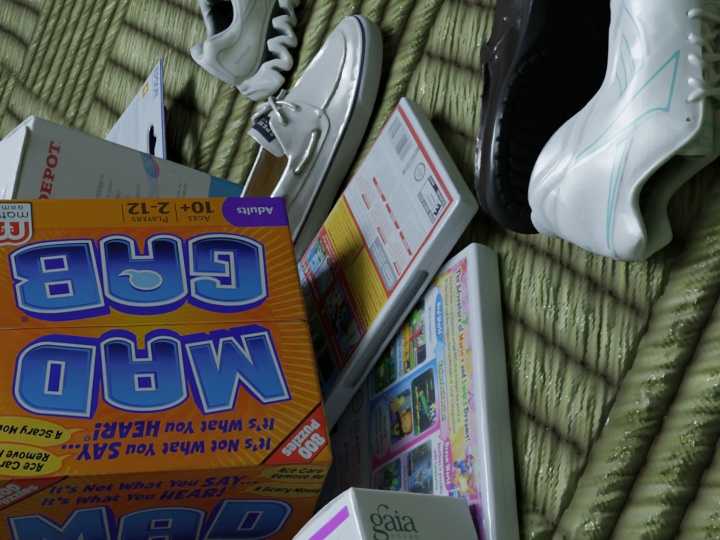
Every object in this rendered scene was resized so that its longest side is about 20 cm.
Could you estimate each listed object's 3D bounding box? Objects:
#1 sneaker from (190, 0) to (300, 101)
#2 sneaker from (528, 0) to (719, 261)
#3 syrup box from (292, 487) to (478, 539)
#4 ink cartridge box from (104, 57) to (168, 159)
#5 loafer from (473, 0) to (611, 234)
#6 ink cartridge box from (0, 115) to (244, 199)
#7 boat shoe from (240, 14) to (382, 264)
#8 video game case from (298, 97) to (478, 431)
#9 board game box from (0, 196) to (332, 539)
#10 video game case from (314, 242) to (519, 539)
[{"bbox_3d":[-0.088,-0.244,1.260,0.075,0.081,0.200,-22,55,56],"label":"sneaker"},{"bbox_3d":[0.161,-0.097,0.776,0.080,0.070,0.201,31,105,45],"label":"sneaker"},{"bbox_3d":[0.028,0.217,0.777,0.081,0.079,0.200,-46,46,39],"label":"syrup box"},{"bbox_3d":[-0.214,-0.063,1.414,0.200,0.043,0.197,-46,37,36],"label":"ink cartridge box"},{"bbox_3d":[0.104,-0.111,0.876,0.071,0.073,0.200,-28,45,64],"label":"loafer"},{"bbox_3d":[-0.196,-0.017,1.194,0.085,0.200,0.145,-18,59,55],"label":"ink cartridge box"},{"bbox_3d":[-0.047,-0.098,1.116,0.071,0.070,0.200,39,109,59],"label":"boat shoe"},{"bbox_3d":[0.000,0.000,0.998,0.200,0.017,0.143,-57,28,21],"label":"video game case"},{"bbox_3d":[-0.146,0.091,0.975,0.200,0.199,0.200,108,156,-51],"label":"board game box"},{"bbox_3d":[0.028,0.109,0.923,0.182,0.024,0.200,-38,42,45],"label":"video game case"}]
